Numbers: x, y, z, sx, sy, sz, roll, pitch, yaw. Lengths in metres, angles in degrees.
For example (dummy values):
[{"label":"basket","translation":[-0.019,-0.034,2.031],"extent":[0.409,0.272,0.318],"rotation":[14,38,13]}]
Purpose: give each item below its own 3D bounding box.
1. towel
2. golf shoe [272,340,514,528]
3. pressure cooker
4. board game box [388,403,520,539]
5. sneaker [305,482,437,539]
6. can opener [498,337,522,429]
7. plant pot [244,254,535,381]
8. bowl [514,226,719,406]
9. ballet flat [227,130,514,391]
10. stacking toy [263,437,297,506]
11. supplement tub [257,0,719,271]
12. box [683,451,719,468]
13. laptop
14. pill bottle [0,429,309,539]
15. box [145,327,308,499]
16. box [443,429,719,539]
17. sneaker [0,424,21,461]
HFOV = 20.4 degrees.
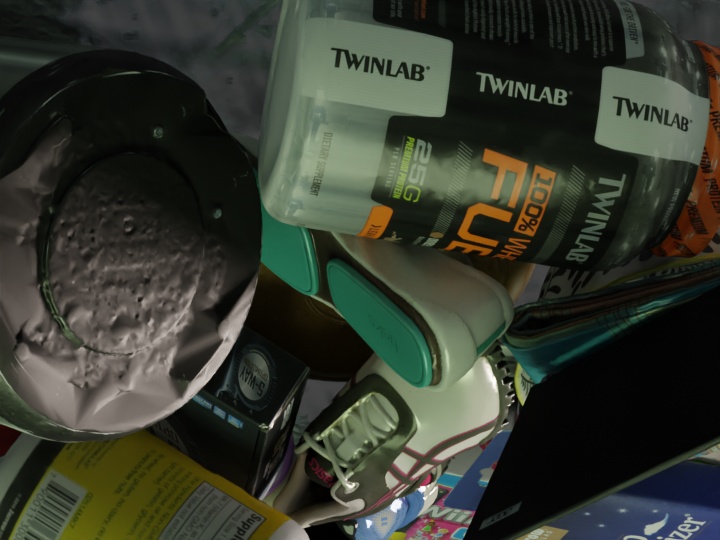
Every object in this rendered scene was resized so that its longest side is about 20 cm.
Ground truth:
[{"label":"towel","translation":[0.164,0.046,0.972],"extent":[0.145,0.022,0.200],"rotation":[-16,152,18]},{"label":"golf shoe","translation":[0.017,0.083,1.048],"extent":[0.088,0.077,0.200],"rotation":[-30,163,-31]},{"label":"pressure cooker","translation":[-0.165,-0.019,0.921],"extent":[0.199,0.177,0.179],"rotation":[13,160,45]},{"label":"board game box","translation":[0.060,0.151,1.345],"extent":[0.146,0.065,0.200],"rotation":[13,148,-16]},{"label":"sneaker","translation":[-0.029,0.167,1.261],"extent":[0.079,0.089,0.200],"rotation":[48,146,9]},{"label":"can opener","translation":[0.094,0.072,1.167],"extent":[0.052,0.067,0.200],"rotation":[4,168,3]},{"label":"plant pot","translation":[0.000,0.000,1.065],"extent":[0.198,0.028,0.201],"rotation":[-4,140,-3]},{"label":"bowl","translation":[0.171,0.006,1.025],"extent":[0.199,0.095,0.201],"rotation":[-5,148,-3]},{"label":"ballet flat","translation":[-0.001,-0.013,0.948],"extent":[0.069,0.200,0.070],"rotation":[-24,134,-28]},{"label":"stacking toy","translation":[-0.077,0.073,1.208],"extent":[0.084,0.086,0.201],"rotation":[4,146,-1]},{"label":"supplement tub","translation":[0.060,-0.067,0.887],"extent":[0.198,0.124,0.123],"rotation":[8,151,-9]},{"label":"box","translation":[0.233,0.101,1.193],"extent":[0.199,0.102,0.112],"rotation":[19,148,-26]},{"label":"laptop","translation":[0.163,0.065,0.871],"extent":[0.199,0.104,0.177],"rotation":[17,145,-39]},{"label":"pill bottle","translation":[-0.097,0.159,1.047],"extent":[0.199,0.115,0.115],"rotation":[30,152,9]},{"label":"box","translation":[-0.130,0.048,1.096],"extent":[0.199,0.044,0.160],"rotation":[32,153,6]},{"label":"box","translation":[0.155,0.139,1.134],"extent":[0.198,0.033,0.121],"rotation":[11,151,-11]},{"label":"sneaker","translation":[-0.200,0.109,1.197],"extent":[0.112,0.072,0.200],"rotation":[34,-171,24]}]
